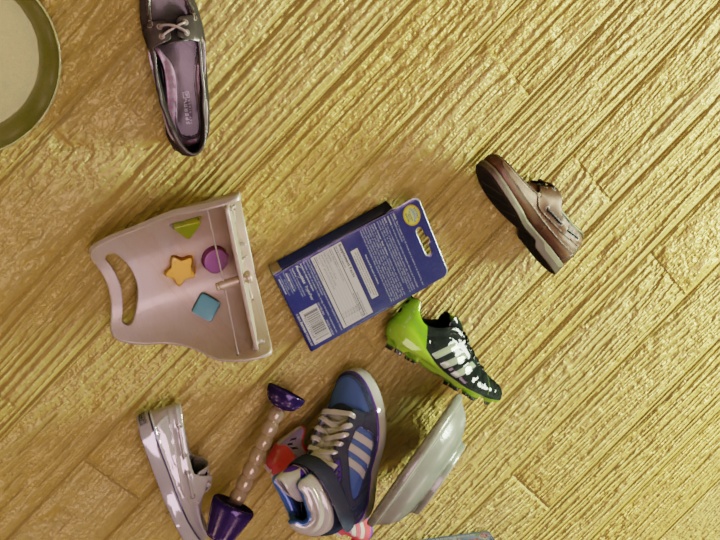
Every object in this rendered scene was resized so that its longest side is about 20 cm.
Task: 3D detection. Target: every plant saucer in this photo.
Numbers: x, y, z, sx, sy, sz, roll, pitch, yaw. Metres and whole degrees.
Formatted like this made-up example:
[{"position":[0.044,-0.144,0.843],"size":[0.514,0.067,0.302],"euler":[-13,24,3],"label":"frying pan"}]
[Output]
[{"position":[-0.407,-0.217,1.219],"size":[0.197,0.031,0.203],"euler":[-7,114,-17],"label":"plant saucer"},{"position":[0.084,0.250,1.508],"size":[0.050,0.200,0.201],"euler":[35,99,7],"label":"plant saucer"}]

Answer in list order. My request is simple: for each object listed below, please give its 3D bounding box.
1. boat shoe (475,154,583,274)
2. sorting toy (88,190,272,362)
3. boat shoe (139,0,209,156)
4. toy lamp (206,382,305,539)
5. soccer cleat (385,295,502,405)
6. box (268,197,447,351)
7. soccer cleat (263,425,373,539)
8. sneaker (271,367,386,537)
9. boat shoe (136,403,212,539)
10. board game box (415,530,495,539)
[{"position":[0.212,-0.084,1.486],"size":[0.068,0.072,0.200],"euler":[-43,129,-3],"label":"boat shoe"},{"position":[-0.208,0.007,1.356],"size":[0.178,0.107,0.202],"euler":[-12,117,-6],"label":"sorting toy"},{"position":[-0.192,-0.219,1.281],"size":[0.066,0.057,0.202],"euler":[-13,116,-14],"label":"boat shoe"},{"position":[-0.133,0.241,1.480],"size":[0.058,0.058,0.202],"euler":[28,87,-28],"label":"toy lamp"},{"position":[0.119,0.105,1.533],"size":[0.199,0.067,0.082],"euler":[34,86,-28],"label":"soccer cleat"},{"position":[0.000,0.000,1.460],"size":[0.198,0.032,0.122],"euler":[-28,119,-5],"label":"box"},{"position":[-0.040,0.281,1.551],"size":[0.077,0.067,0.200],"euler":[-47,117,-1],"label":"soccer cleat"},{"position":[-0.043,0.223,1.462],"size":[0.146,0.080,0.203],"euler":[2,90,-51],"label":"sneaker"},{"position":[-0.214,0.255,1.469],"size":[0.065,0.074,0.202],"euler":[-19,119,-6],"label":"boat shoe"},{"position":[0.074,0.455,1.667],"size":[0.198,0.062,0.202],"euler":[11,108,-23],"label":"board game box"}]
